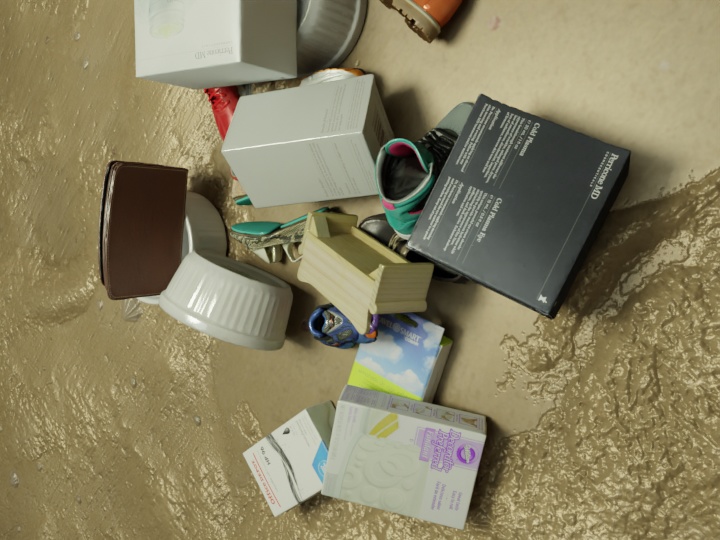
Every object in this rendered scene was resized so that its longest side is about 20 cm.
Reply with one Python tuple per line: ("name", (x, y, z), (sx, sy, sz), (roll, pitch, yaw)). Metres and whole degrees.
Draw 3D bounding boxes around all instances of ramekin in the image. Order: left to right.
("ramekin", (-0.323, -0.046, 1.188), (0.200, 0.098, 0.201), (3, 95, 33))
("ramekin", (-0.196, 0.040, 1.059), (0.202, 0.202, 0.094), (24, 95, 29))
("ramekin", (-0.101, -0.389, 1.009), (0.200, 0.105, 0.201), (3, 96, 32))

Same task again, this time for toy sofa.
("toy sofa", (0.000, 0.000, 0.913), (0.200, 0.083, 0.098), (36, 120, 49))

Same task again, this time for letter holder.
("letter holder", (-0.357, -0.065, 1.065), (0.100, 0.142, 0.200), (12, 100, 32))

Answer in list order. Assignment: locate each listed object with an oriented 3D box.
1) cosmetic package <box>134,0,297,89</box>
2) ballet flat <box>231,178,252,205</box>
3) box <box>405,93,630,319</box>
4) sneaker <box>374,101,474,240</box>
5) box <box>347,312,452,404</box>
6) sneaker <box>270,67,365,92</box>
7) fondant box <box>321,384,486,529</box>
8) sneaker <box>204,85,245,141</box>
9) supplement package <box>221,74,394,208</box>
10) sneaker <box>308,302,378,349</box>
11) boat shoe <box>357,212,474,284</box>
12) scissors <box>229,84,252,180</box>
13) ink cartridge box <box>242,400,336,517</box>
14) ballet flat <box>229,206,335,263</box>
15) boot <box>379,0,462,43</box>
("cosmetic package", (-0.197, -0.361, 0.941), (0.199, 0.123, 0.200), (3, 97, 33))
("ballet flat", (-0.125, -0.148, 1.071), (0.200, 0.068, 0.067), (-6, 82, 32))
("box", (0.185, -0.071, 0.813), (0.182, 0.104, 0.200), (28, 94, 21))
("sneaker", (0.083, -0.146, 0.870), (0.084, 0.121, 0.200), (26, 84, 28))
("box", (0.050, 0.146, 0.991), (0.122, 0.048, 0.200), (25, 107, 28))
("sneaker", (-0.065, -0.236, 1.027), (0.200, 0.076, 0.092), (-11, 95, 41))
("fondant box", (0.058, 0.251, 0.941), (0.200, 0.058, 0.145), (12, 105, 6))
("sneaker", (-0.243, -0.295, 1.103), (0.078, 0.115, 0.200), (-18, 83, 33))
("supplement package", (-0.067, -0.173, 0.948), (0.200, 0.117, 0.118), (-4, 53, 18))
("sneaker", (-0.038, 0.072, 0.982), (0.200, 0.078, 0.076), (144, 126, -70))
("boat shoe", (0.073, -0.034, 0.945), (0.200, 0.073, 0.075), (18, 103, 31))
("scissors", (-0.166, -0.226, 1.061), (0.073, 0.014, 0.200), (20, 103, 47))
("ink cartridge box", (-0.105, 0.305, 1.093), (0.200, 0.068, 0.116), (-40, 73, 29))
("ballet flat", (-0.118, -0.047, 1.079), (0.200, 0.068, 0.075), (-7, 106, 31))
("boot", (0.064, -0.402, 0.931), (0.107, 0.075, 0.200), (-47, 67, 11))
